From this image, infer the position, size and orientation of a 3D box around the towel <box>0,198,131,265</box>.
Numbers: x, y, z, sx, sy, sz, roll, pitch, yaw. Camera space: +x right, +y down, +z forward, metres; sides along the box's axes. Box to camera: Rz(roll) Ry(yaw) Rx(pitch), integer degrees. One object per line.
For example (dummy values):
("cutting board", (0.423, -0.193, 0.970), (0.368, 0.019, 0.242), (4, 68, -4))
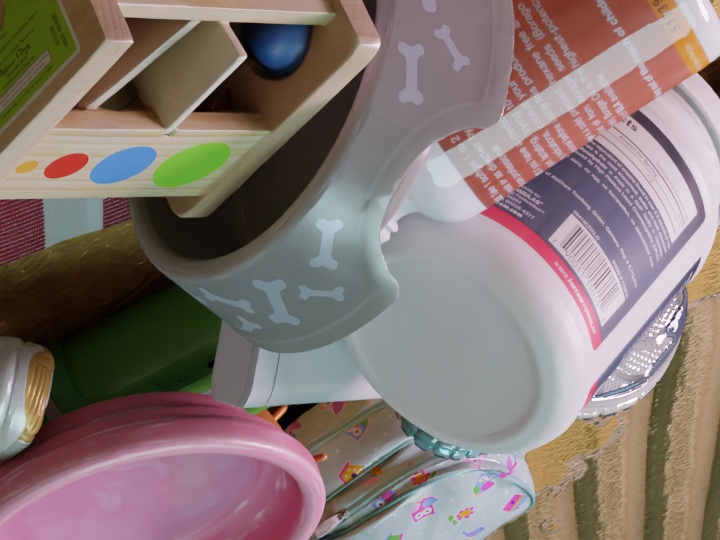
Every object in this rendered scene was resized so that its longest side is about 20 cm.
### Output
("towel", (-0.125, -0.053, 1.379), (0.200, 0.023, 0.144), (-20, 160, -12))

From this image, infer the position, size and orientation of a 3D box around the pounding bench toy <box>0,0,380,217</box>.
("pounding bench toy", (-0.116, -0.082, 1.154), (0.156, 0.124, 0.200), (-2, 150, -45))

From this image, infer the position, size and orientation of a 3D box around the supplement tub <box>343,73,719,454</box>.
("supplement tub", (0.091, -0.016, 1.467), (0.200, 0.140, 0.140), (-46, 177, -41))

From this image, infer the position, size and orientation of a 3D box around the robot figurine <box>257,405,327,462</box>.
("robot figurine", (-0.118, 0.143, 1.730), (0.200, 0.117, 0.144), (-29, 163, -9))

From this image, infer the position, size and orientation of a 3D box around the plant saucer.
("plant saucer", (-0.120, 0.124, 1.541), (0.200, 0.051, 0.201), (-13, 148, -8))

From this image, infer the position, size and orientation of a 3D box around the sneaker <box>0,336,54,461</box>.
("sneaker", (-0.236, 0.070, 1.511), (0.087, 0.076, 0.200), (22, 147, -25))

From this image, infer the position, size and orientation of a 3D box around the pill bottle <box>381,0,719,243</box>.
("pill bottle", (0.056, -0.093, 1.339), (0.200, 0.112, 0.112), (-33, 160, 5))

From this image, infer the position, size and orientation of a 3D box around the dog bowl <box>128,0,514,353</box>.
("dog bowl", (-0.024, -0.069, 1.222), (0.059, 0.200, 0.200), (24, 133, -33))

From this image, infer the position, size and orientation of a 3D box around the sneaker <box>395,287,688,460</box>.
("sneaker", (0.117, 0.042, 1.661), (0.200, 0.078, 0.086), (-25, 158, -32))

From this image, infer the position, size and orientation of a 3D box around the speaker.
("speaker", (-0.084, 0.043, 1.577), (0.200, 0.089, 0.088), (-27, 160, 5))

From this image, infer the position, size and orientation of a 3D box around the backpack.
("backpack", (0.011, 0.133, 1.862), (0.200, 0.127, 0.167), (-35, 155, 17))

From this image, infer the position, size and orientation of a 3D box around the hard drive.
("hard drive", (0.000, 0.000, 1.487), (0.027, 0.132, 0.200), (14, -173, 30))
